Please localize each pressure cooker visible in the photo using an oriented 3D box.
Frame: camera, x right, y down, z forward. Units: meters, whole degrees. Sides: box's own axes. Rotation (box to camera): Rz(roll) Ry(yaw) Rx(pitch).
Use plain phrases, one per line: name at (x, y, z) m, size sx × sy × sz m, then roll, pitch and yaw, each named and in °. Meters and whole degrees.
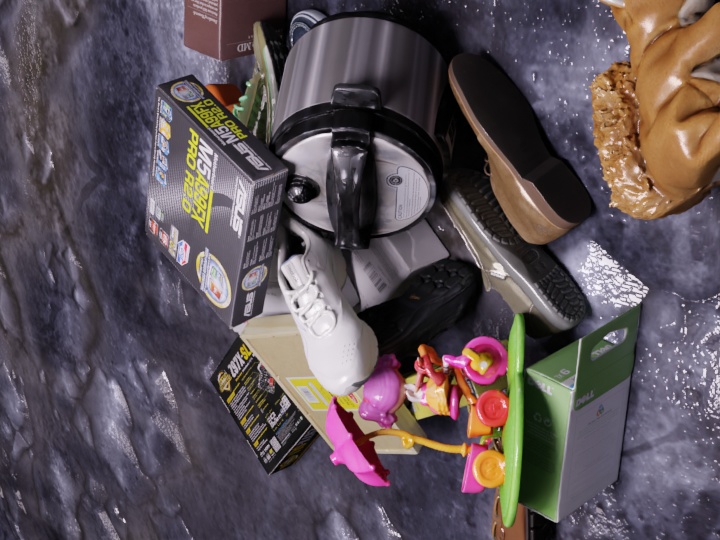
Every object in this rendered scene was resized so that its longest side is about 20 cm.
pressure cooker at (-0.002, -0.125, 1.193) m, size 0.178 × 0.201 × 0.176 m, roll -25°, pitch 132°, yaw 36°

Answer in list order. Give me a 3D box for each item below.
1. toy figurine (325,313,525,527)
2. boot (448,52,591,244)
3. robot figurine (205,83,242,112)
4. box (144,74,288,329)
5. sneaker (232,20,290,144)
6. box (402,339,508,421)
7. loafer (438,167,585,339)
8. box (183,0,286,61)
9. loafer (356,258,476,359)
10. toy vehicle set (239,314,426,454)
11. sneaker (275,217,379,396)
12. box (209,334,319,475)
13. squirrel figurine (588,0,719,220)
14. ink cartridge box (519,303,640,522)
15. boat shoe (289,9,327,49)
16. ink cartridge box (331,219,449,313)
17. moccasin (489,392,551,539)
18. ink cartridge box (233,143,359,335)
toy figurine at (0.059, 0.134, 1.169) m, size 0.150 × 0.183 × 0.202 m, roll 75°, pitch -161°, yaw -81°
boot at (0.135, -0.114, 1.183) m, size 0.201 × 0.073 × 0.075 m, roll 59°, pitch 146°, yaw 8°
robot figurine at (-0.143, -0.120, 1.456) m, size 0.117 × 0.143 × 0.201 m, roll 146°, pitch 101°, yaw -77°
box at (-0.147, -0.066, 1.214) m, size 0.160 × 0.044 × 0.201 m, roll 46°, pitch 143°, yaw 27°
sneaker at (-0.117, -0.175, 1.369) m, size 0.088 × 0.077 × 0.202 m, roll -5°, pitch 91°, yaw 16°
box at (0.081, 0.128, 1.344) m, size 0.200 × 0.075 × 0.050 m, roll -26°, pitch 86°, yaw 52°
loafer at (0.136, -0.013, 1.217) m, size 0.201 × 0.075 × 0.070 m, roll 56°, pitch 134°, yaw 15°
box at (-0.137, -0.343, 1.364) m, size 0.075 × 0.100 × 0.201 m, roll 30°, pitch 127°, yaw 37°
loafer at (0.045, 0.062, 1.257) m, size 0.068 × 0.200 × 0.071 m, roll 25°, pitch 137°, yaw 41°
toy vehicle set at (-0.028, 0.124, 1.321) m, size 0.124 × 0.027 × 0.200 m, roll -5°, pitch 132°, yaw 40°
sneaker at (-0.045, 0.034, 1.185) m, size 0.074 × 0.087 × 0.201 m, roll -33°, pitch 50°, yaw 11°
box at (-0.107, 0.149, 1.585) m, size 0.160 × 0.049 × 0.200 m, roll 57°, pitch 139°, yaw 18°
squirrel figurine at (0.244, -0.152, 0.993) m, size 0.200 × 0.141 × 0.187 m, roll -46°, pitch 65°, yaw 45°
ink cartridge box at (0.205, 0.127, 1.178) m, size 0.059 × 0.103 × 0.201 m, roll 25°, pitch 124°, yaw 39°
boat shoe at (-0.046, -0.186, 1.336) m, size 0.071 × 0.091 × 0.201 m, roll -28°, pitch 84°, yaw 50°
ink cartridge box at (0.000, 0.000, 1.383) m, size 0.116 × 0.066 × 0.200 m, roll 55°, pitch 138°, yaw 14°
moccasin at (0.162, 0.206, 1.292) m, size 0.077 × 0.074 × 0.203 m, roll 17°, pitch 127°, yaw 35°
ink cartridge box at (-0.107, -0.030, 1.333) m, size 0.145 × 0.084 × 0.201 m, roll 4°, pitch 125°, yaw 46°
